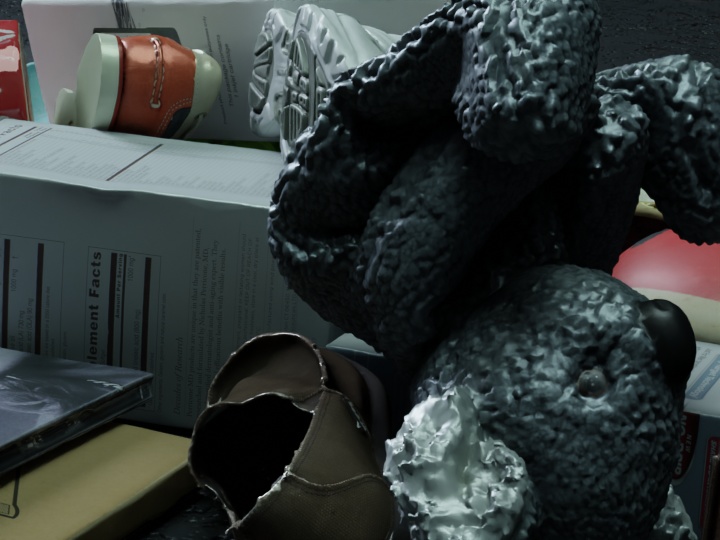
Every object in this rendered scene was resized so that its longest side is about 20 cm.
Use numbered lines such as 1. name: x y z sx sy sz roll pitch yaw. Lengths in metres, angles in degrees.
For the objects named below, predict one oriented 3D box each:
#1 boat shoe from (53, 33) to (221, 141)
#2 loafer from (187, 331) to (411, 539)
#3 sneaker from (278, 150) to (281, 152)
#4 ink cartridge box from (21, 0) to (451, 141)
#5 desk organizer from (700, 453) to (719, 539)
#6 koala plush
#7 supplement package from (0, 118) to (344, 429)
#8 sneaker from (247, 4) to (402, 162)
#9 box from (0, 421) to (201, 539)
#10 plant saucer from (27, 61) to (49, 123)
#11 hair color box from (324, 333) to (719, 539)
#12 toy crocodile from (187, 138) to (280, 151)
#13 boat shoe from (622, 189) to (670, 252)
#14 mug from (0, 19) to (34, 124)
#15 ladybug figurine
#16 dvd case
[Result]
1. boat shoe: -0.125 -0.072 1.155 0.062 0.072 0.200 1 -16 -18
2. loafer: -0.029 0.064 0.847 0.071 0.073 0.200 39 3 -21
3. sneaker: 0.000 0.000 1.122 0.198 0.080 0.130 -20 47 21
4. ink cartridge box: -0.068 -0.134 1.229 0.199 0.085 0.145 5 24 41
5. desk organizer: 0.209 0.091 0.857 0.077 0.072 0.199 16 20 32
6. koala plush: 0.061 0.027 0.822 0.183 0.202 0.177 -28 -27 29
7. supplement package: -0.097 0.002 1.029 0.198 0.111 0.114 7 15 12
8. sneaker: 0.009 -0.084 1.023 0.098 0.079 0.200 6 14 -12
9. box: -0.175 0.091 0.859 0.162 0.021 0.200 10 17 22
10. plant saucer: -0.146 -0.102 1.359 0.198 0.036 0.200 -9 20 3
11. hair color box: 0.092 0.063 0.947 0.198 0.061 0.099 9 17 21
12. toy crocodile: -0.032 -0.038 1.256 0.199 0.062 0.068 24 15 -7
13. boat shoe: 0.117 -0.011 1.194 0.198 0.075 0.066 -12 27 -22
14. mug: -0.271 -0.076 1.148 0.198 0.134 0.178 -8 33 -6
15. ladybug figurine: 0.191 0.023 1.031 0.199 0.073 0.135 8 -8 32
16. dvd case: -0.209 0.052 0.926 0.198 0.016 0.148 8 16 25
